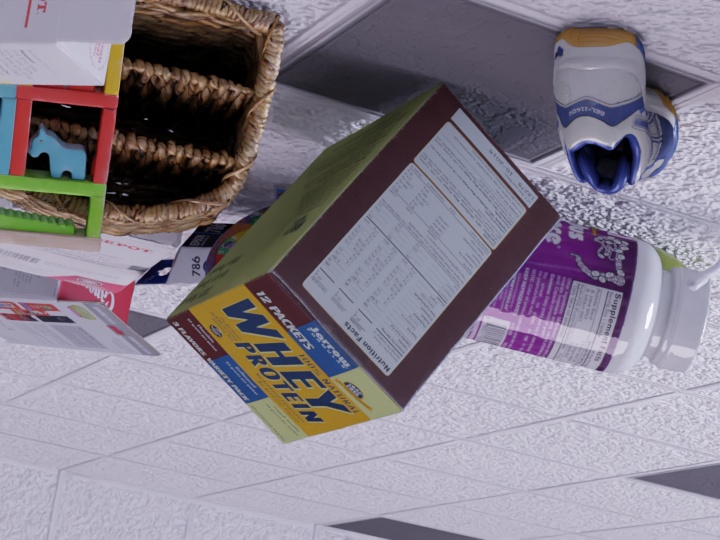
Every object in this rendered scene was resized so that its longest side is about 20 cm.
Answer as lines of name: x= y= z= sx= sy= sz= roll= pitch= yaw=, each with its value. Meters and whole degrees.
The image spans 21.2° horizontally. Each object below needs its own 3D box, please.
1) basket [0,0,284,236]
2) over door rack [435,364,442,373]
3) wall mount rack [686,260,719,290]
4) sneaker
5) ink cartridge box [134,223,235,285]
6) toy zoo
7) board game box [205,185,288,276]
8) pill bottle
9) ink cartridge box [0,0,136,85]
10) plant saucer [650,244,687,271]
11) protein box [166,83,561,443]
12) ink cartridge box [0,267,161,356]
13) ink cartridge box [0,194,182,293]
basket: x=-0.167 y=-0.107 z=1.287 sx=0.199 sy=0.143 sz=0.149 roll=12 pitch=165 yaw=-15
over door rack: x=-0.003 y=0.060 z=1.647 sx=0.147 sy=0.067 sz=0.200 roll=1 pitch=167 yaw=4
wall mount rack: x=0.360 y=-0.003 z=1.501 sx=0.173 sy=0.075 sz=0.200 roll=20 pitch=160 yaw=-35
sneaker: x=0.164 y=-0.087 z=1.286 sx=0.075 sy=0.089 sz=0.200 roll=0 pitch=164 yaw=21
ink cartridge box: x=-0.090 y=-0.014 z=1.665 sx=0.199 sy=0.039 sz=0.099 roll=0 pitch=-166 yaw=6
toy zoo: x=-0.220 y=-0.114 z=1.229 sx=0.131 sy=0.201 sz=0.020 roll=6 pitch=-160 yaw=-13
board game box: x=-0.030 y=-0.019 z=1.571 sx=0.199 sy=0.158 sz=0.039 roll=11 pitch=128 yaw=18
pill bottle: x=0.175 y=0.019 z=1.547 sx=0.199 sy=0.113 sz=0.112 roll=13 pitch=164 yaw=-1
ink cartridge box: x=-0.205 y=-0.172 z=1.125 sx=0.199 sy=0.116 sz=0.068 roll=3 pitch=164 yaw=18
plant saucer: x=0.204 y=0.003 z=1.691 sx=0.199 sy=0.031 sz=0.200 roll=9 pitch=164 yaw=2
protein box: x=0.000 y=0.000 z=1.399 sx=0.135 sy=0.200 sz=0.198 roll=47 pitch=153 yaw=-11
ink cartridge box: x=-0.298 y=0.016 z=1.900 sx=0.175 sy=0.084 sz=0.200 roll=5 pitch=164 yaw=13
ink cartridge box: x=-0.241 y=-0.052 z=1.631 sx=0.145 sy=0.085 sz=0.200 roll=14 pitch=165 yaw=-19
